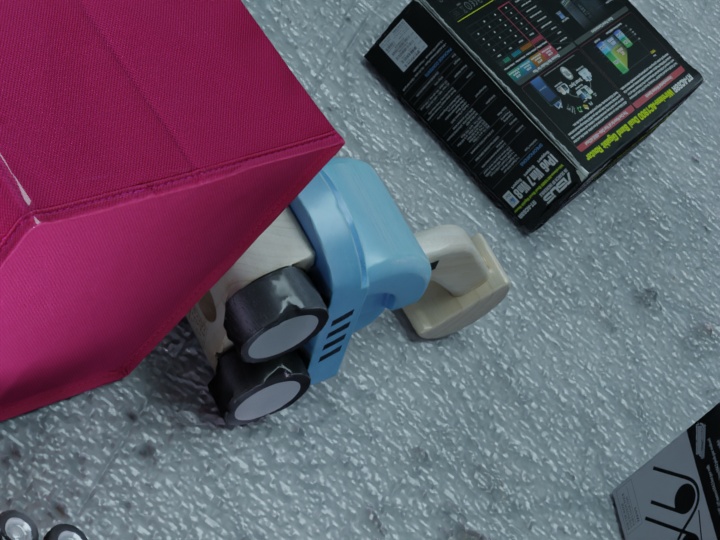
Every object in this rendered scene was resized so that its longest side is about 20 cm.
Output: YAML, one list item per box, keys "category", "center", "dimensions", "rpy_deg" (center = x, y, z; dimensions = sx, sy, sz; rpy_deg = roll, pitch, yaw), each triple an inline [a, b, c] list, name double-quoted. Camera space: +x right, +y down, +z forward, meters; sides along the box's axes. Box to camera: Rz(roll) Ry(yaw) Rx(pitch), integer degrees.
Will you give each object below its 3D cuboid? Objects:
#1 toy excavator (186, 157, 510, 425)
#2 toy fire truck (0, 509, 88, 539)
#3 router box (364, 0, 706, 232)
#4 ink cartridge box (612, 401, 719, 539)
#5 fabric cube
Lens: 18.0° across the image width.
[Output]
- category: "toy excavator"
  center: [0.000, 0.000, 1.148]
  dimensions: [0.200, 0.194, 0.100]
  rpy_deg: [-20, 66, -20]
- category: "toy fire truck"
  center: [-0.141, 0.167, 0.909]
  dimensions: [0.200, 0.049, 0.141]
  rpy_deg: [19, 44, -29]
- category: "router box"
  center: [0.113, -0.126, 1.421]
  dimensions: [0.150, 0.062, 0.200]
  rpy_deg: [47, 36, 5]
- category: "ink cartridge box"
  center: [0.196, 0.177, 1.178]
  dimensions: [0.044, 0.094, 0.200]
  rpy_deg: [17, 44, -32]
- category: "fabric cube"
  center: [-0.171, -0.060, 0.980]
  dimensions: [0.200, 0.196, 0.199]
  rpy_deg: [-18, 70, -51]
